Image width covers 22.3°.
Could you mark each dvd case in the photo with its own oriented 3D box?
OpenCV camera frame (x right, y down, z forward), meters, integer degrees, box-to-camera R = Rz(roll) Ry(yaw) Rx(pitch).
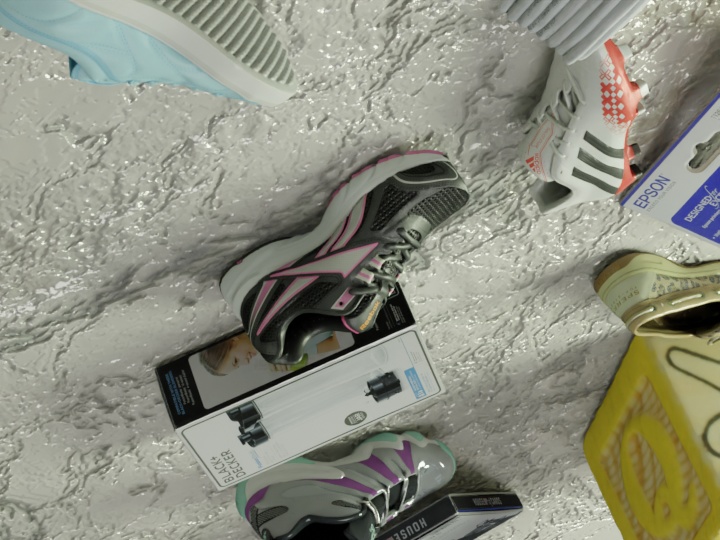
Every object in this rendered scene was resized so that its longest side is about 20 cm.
[{"bbox_3d":[0.057,0.249,1.679,0.150,0.025,0.200,-33,163,15],"label":"dvd case"}]

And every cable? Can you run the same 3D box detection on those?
[{"bbox_3d":[0.166,-0.203,1.034,0.200,0.069,0.200,-44,-177,40],"label":"cable"}]

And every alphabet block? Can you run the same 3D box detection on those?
[{"bbox_3d":[0.342,0.165,1.629,0.199,0.196,0.197,-9,143,-19],"label":"alphabet block"}]

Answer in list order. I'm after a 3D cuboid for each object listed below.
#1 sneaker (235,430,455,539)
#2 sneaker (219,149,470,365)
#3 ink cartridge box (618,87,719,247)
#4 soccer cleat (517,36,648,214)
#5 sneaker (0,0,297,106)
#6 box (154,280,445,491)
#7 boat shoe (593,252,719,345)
[{"bbox_3d":[0.006,0.208,1.526,0.199,0.140,0.078,-11,122,-18],"label":"sneaker"},{"bbox_3d":[0.000,0.000,1.289,0.200,0.087,0.080,-36,146,19],"label":"sneaker"},{"bbox_3d":[0.325,-0.074,1.358,0.199,0.047,0.198,25,145,-8],"label":"ink cartridge box"},{"bbox_3d":[0.146,-0.104,1.250,0.085,0.069,0.200,-25,152,-4],"label":"soccer cleat"},{"bbox_3d":[-0.126,-0.137,1.047,0.082,0.074,0.199,-33,138,31],"label":"sneaker"},{"bbox_3d":[-0.045,0.085,1.406,0.199,0.060,0.117,-23,147,0],"label":"box"},{"bbox_3d":[0.277,0.034,1.523,0.199,0.063,0.073,5,137,-37],"label":"boat shoe"}]
